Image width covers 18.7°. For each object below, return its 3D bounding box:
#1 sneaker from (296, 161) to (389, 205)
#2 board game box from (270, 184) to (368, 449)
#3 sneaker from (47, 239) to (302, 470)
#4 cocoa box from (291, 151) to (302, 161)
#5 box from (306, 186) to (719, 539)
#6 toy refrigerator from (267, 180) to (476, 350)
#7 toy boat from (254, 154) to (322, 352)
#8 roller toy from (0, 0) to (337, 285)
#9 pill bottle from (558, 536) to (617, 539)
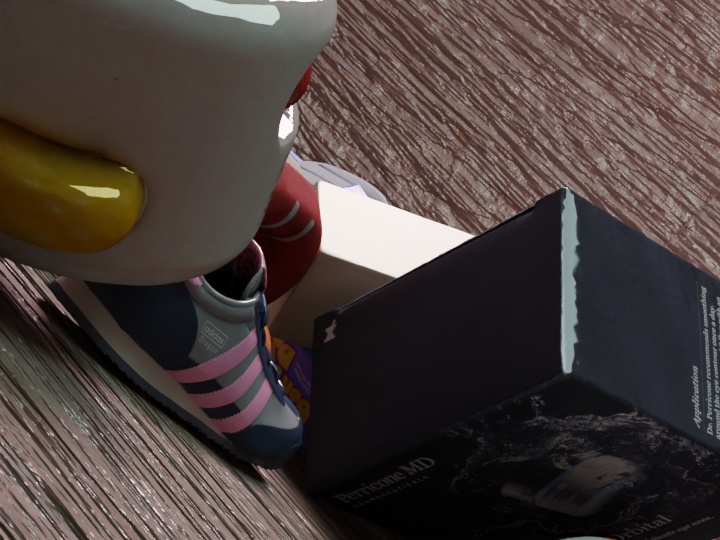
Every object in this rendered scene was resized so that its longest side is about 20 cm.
[{"bbox_3d":[0.000,0.000,1.483,0.073,0.071,0.200,-11,41,-33],"label":"sneaker"},{"bbox_3d":[-0.004,0.042,1.352,0.134,0.045,0.200,-11,57,-44],"label":"board game box"},{"bbox_3d":[-0.062,0.031,1.028,0.070,0.082,0.200,45,0,32],"label":"sneaker"},{"bbox_3d":[-0.065,-0.023,2.077,0.133,0.131,0.200,44,1,-19],"label":"cocoa box"},{"bbox_3d":[0.107,0.076,1.204,0.199,0.196,0.118,28,50,-33],"label":"box"},{"bbox_3d":[0.047,0.020,1.314,0.199,0.076,0.070,18,41,-20],"label":"toy refrigerator"},{"bbox_3d":[-0.083,0.002,1.167,0.200,0.130,0.132,38,37,-79],"label":"toy boat"},{"bbox_3d":[-0.110,-0.083,0.892,0.182,0.140,0.200,-5,36,-44],"label":"roller toy"},{"bbox_3d":[0.115,0.189,1.107,0.110,0.110,0.200,45,0,11],"label":"pill bottle"}]
